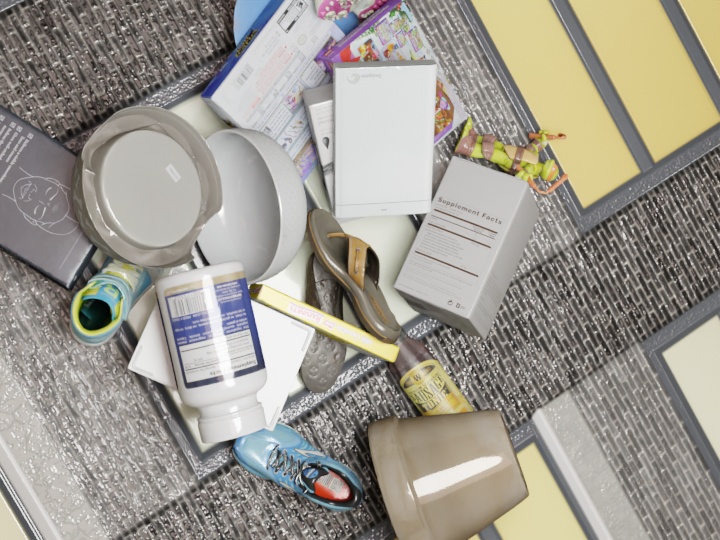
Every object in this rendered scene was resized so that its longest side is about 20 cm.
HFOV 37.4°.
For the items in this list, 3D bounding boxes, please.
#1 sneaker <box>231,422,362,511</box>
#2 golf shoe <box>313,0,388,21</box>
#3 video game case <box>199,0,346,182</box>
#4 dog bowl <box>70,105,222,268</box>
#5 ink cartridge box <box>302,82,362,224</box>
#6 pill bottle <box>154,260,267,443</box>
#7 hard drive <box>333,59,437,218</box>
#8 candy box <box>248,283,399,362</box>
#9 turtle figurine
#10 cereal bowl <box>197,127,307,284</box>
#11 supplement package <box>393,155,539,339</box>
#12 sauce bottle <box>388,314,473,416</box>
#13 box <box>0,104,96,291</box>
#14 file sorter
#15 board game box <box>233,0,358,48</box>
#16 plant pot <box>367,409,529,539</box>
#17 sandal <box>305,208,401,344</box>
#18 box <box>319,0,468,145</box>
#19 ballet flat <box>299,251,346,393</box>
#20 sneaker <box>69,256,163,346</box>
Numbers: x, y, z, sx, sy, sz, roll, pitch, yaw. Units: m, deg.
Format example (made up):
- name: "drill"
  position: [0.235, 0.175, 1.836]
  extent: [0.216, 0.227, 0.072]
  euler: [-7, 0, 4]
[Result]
- name: "sneaker"
  position: [-0.078, 0.261, 1.422]
  extent: [0.198, 0.090, 0.079]
  euler: [26, 81, -10]
- name: "golf shoe"
  position: [-0.010, -0.393, 1.447]
  extent: [0.075, 0.199, 0.092]
  euler: [-38, 81, 29]
- name: "video game case"
  position: [-0.092, -0.250, 1.439]
  extent: [0.181, 0.045, 0.201]
  euler: [43, 76, -32]
- name: "dog bowl"
  position: [-0.266, -0.098, 1.314]
  extent: [0.198, 0.058, 0.203]
  euler: [8, 78, -42]
- name: "ink cartridge box"
  position: [0.001, -0.151, 1.429]
  extent: [0.114, 0.068, 0.202]
  euler: [-15, 118, -4]
- name: "pill bottle"
  position: [-0.173, 0.097, 1.272]
  extent: [0.109, 0.111, 0.203]
  euler: [-13, 91, -14]
- name: "hard drive"
  position: [0.030, -0.168, 1.372]
  extent: [0.130, 0.027, 0.203]
  euler: [-4, 116, -8]
- name: "candy box"
  position: [-0.051, 0.068, 1.392]
  extent: [0.198, 0.102, 0.027]
  euler: [26, 85, -14]
- name: "turtle figurine"
  position: [0.219, -0.164, 1.516]
  extent: [0.159, 0.065, 0.201]
  euler: [22, 37, 5]
- name: "cereal bowl"
  position: [-0.136, -0.086, 1.384]
  extent: [0.083, 0.199, 0.203]
  euler: [-11, 89, -43]
- name: "supplement package"
  position: [0.149, -0.030, 1.460]
  extent: [0.118, 0.121, 0.202]
  euler: [22, 80, 23]
- name: "sauce bottle"
  position: [0.083, 0.147, 1.482]
  extent: [0.066, 0.066, 0.201]
  euler: [-40, 95, -12]
- name: "box"
  position: [-0.417, -0.090, 1.354]
  extent: [0.199, 0.107, 0.150]
  euler: [33, 79, -9]
- name: "file sorter"
  position: [-0.184, 0.101, 1.389]
  extent: [0.198, 0.124, 0.140]
  euler: [25, 82, -10]
- name: "board game box"
  position: [-0.095, -0.340, 1.472]
  extent: [0.198, 0.039, 0.161]
  euler: [-11, 105, -33]
- name: "plant pot"
  position: [0.122, 0.268, 1.390]
  extent: [0.171, 0.200, 0.203]
  euler: [-20, 91, 7]
- name: "sandal"
  position: [0.000, 0.000, 1.368]
  extent: [0.054, 0.081, 0.201]
  euler: [-37, 76, 25]
- name: "box"
  position: [0.049, -0.253, 1.474]
  extent: [0.137, 0.039, 0.201]
  euler: [-40, 119, -13]
- name: "ballet flat"
  position: [-0.054, 0.066, 1.468]
  extent: [0.066, 0.046, 0.204]
  euler: [1, 91, -17]
- name: "sneaker"
  position: [-0.303, 0.008, 1.363]
  extent: [0.079, 0.130, 0.202]
  euler: [29, 80, -8]
